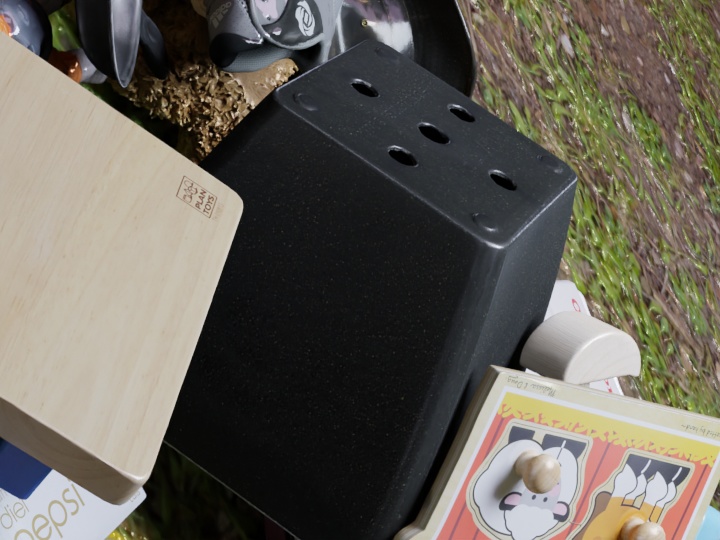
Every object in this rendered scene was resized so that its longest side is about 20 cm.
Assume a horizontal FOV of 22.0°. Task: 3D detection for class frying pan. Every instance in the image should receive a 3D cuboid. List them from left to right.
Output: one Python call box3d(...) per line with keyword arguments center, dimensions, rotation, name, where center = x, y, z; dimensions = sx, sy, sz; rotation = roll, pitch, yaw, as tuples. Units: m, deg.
box3d(center=(-0.121, -0.154, 0.954), dimensions=(0.190, 0.031, 0.116), rotation=(-90, -177, -83), name="frying pan")

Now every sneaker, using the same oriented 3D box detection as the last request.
box3d(center=(-0.079, -0.175, 1.003), dimensions=(0.200, 0.075, 0.116), rotation=(33, 52, -34), name="sneaker")

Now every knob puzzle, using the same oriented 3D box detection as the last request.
box3d(center=(0.097, 0.158, 0.927), dimensions=(0.220, 0.220, 0.030), rotation=(42, -5, -39), name="knob puzzle")

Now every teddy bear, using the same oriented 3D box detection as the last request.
box3d(center=(-0.097, -0.133, 1.105), dimensions=(0.200, 0.067, 0.145), rotation=(57, 45, -23), name="teddy bear")

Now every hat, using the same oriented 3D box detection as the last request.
box3d(center=(-0.020, -0.149, 1.198), dimensions=(0.081, 0.200, 0.201), rotation=(-17, 81, -42), name="hat")

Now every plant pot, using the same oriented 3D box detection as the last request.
box3d(center=(0.000, 0.000, 0.951), dimensions=(0.199, 0.178, 0.200), rotation=(35, 28, 10), name="plant pot")

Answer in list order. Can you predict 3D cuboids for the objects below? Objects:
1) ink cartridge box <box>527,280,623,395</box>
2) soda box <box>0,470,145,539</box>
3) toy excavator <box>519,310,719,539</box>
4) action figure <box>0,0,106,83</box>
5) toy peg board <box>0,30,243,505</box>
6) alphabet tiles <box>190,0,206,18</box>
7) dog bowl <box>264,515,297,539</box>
box3d(center=(0.107, 0.088, 1.288), dimensions=(0.200, 0.083, 0.147), rotation=(0, 66, -62), name="ink cartridge box")
box3d(center=(-0.167, 0.117, 0.748), dimensions=(0.064, 0.068, 0.200), rotation=(61, 25, -8), name="soda box")
box3d(center=(0.134, 0.138, 1.014), dimensions=(0.200, 0.195, 0.100), rotation=(24, 2, -44), name="toy excavator")
box3d(center=(-0.195, -0.141, 0.905), dimensions=(0.201, 0.104, 0.194), rotation=(60, 15, -16), name="action figure")
box3d(center=(-0.172, -0.001, 0.764), dimensions=(0.199, 0.098, 0.200), rotation=(34, 33, -14), name="toy peg board")
box3d(center=(-0.090, -0.241, 1.091), dimensions=(0.195, 0.015, 0.201), rotation=(-13, 81, -49), name="alphabet tiles")
box3d(center=(0.021, 0.162, 1.065), dimensions=(0.200, 0.074, 0.201), rotation=(43, 32, -35), name="dog bowl")
